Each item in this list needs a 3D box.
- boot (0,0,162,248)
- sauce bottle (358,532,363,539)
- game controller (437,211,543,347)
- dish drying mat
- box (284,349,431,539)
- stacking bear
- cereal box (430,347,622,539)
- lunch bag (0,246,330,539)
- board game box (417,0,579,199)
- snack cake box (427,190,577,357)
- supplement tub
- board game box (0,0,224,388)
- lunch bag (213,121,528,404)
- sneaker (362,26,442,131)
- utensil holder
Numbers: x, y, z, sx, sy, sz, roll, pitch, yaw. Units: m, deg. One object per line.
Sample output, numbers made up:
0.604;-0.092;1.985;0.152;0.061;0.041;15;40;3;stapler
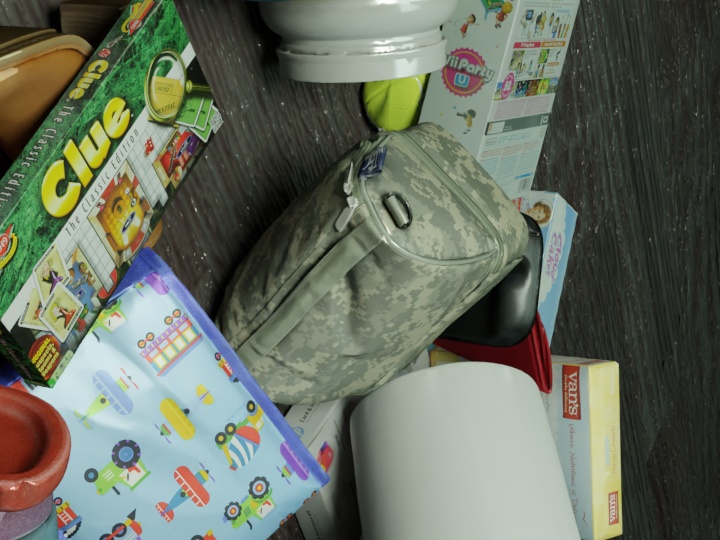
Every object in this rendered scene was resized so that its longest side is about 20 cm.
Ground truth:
-0.177;-0.063;0.698;0.200;0.077;0.155;-44;137;-59;boot
0.032;0.232;1.048;0.200;0.066;0.066;-57;141;-38;sauce bottle
0.055;0.000;0.987;0.042;0.200;0.104;-8;101;-48;game controller
0.092;0.043;1.067;0.018;0.200;0.077;-24;114;-27;dish drying mat
0.003;0.134;1.081;0.200;0.041;0.156;-57;142;-40;box
-0.212;0.168;0.637;0.114;0.121;0.200;-69;169;-74;stacking bear
0.138;0.143;1.073;0.039;0.200;0.144;-4;94;-37;cereal box
-0.136;0.097;0.745;0.151;0.094;0.200;-41;126;-16;lunch bag
0.115;-0.159;1.063;0.148;0.064;0.200;-18;126;-60;board game box
0.129;0.023;1.208;0.067;0.115;0.200;34;66;-58;snack cake box
-0.004;-0.242;0.881;0.145;0.145;0.200;-31;122;-55;supplement tub
-0.141;-0.046;0.671;0.200;0.023;0.105;-63;150;-28;board game box
0.000;0.000;0.881;0.139;0.200;0.168;50;33;7;lunch bag
0.037;-0.218;1.039;0.105;0.076;0.200;-64;163;-49;sneaker
0.083;0.193;0.952;0.170;0.170;0.200;50;26;-53;utensil holder
